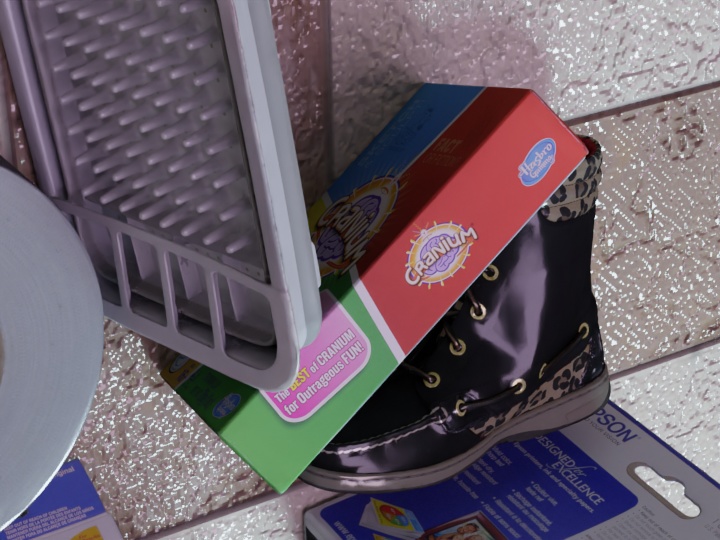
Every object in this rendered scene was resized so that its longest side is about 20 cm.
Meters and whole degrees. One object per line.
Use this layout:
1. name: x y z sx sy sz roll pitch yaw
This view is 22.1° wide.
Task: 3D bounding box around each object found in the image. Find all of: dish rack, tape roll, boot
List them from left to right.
1. tape roll: -0.212 0.032 0.780 0.199 0.066 0.202 -15 119 -29
2. dish rack: -0.080 -0.061 0.762 0.043 0.171 0.202 -30 125 -33
3. boot: 0.047 0.019 0.947 0.202 0.073 0.156 -16 117 -32

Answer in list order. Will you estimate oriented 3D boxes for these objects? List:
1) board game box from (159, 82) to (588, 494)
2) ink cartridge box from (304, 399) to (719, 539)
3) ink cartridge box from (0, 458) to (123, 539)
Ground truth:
1. board game box: 0.000 0.000 0.851 0.040 0.153 0.200 44 83 -16
2. ink cartridge box: 0.102 0.156 0.965 0.198 0.197 0.047 -18 124 -25
3. ink cartridge box: -0.141 0.194 0.844 0.118 0.201 0.042 -17 158 -32
